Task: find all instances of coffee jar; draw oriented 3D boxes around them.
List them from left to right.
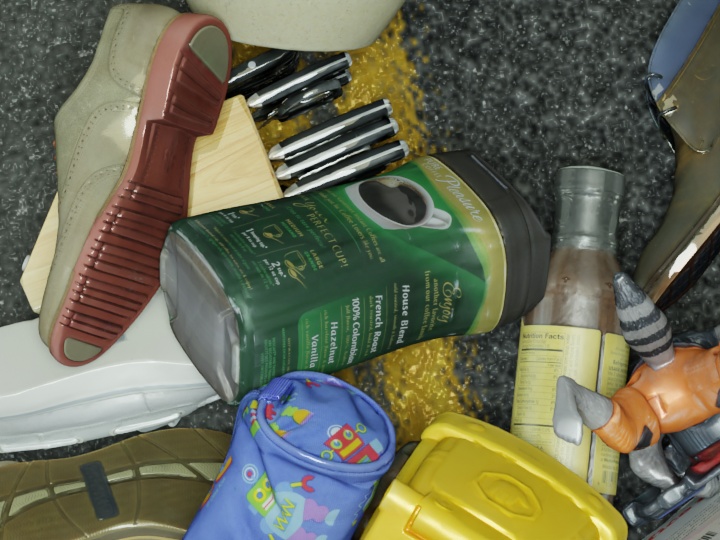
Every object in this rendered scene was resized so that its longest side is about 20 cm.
[{"bbox_3d":[0.000,0.000,1.103,0.199,0.086,0.104,-16,40,-24],"label":"coffee jar"}]

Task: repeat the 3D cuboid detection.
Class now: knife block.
[{"bbox_3d":[-0.077,-0.040,1.152,0.175,0.064,0.201,22,83,2],"label":"knife block"}]

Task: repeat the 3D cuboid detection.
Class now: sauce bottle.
[{"bbox_3d":[0.121,0.043,1.146,0.064,0.065,0.201,8,82,0],"label":"sauce bottle"}]

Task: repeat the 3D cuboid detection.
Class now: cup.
[{"bbox_3d":[-0.035,-0.201,1.125,0.199,0.200,0.144,6,107,0],"label":"cup"}]

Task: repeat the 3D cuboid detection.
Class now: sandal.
[{"bbox_3d":[-0.129,0.137,1.129,0.199,0.054,0.081,-7,48,-16],"label":"sandal"}]

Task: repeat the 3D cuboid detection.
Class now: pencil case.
[{"bbox_3d":[-0.056,0.145,1.057,0.087,0.078,0.201,29,117,3],"label":"pencil case"}]

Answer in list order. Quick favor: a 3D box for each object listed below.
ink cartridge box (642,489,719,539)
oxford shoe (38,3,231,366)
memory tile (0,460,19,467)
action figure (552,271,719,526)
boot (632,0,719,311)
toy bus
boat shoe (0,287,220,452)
[{"bbox_3d":[0.214,0.158,1.066,0.145,0.200,0.084,-38,88,-5],"label":"ink cartridge box"},{"bbox_3d":[-0.135,-0.048,1.099,0.075,0.070,0.201,19,84,28],"label":"oxford shoe"},{"bbox_3d":[-0.192,0.210,1.107,0.153,0.017,0.200,-33,71,-23],"label":"memory tile"},{"bbox_3d":[0.196,0.046,1.085,0.200,0.193,0.105,-35,73,10],"label":"action figure"},{"bbox_3d":[0.187,-0.074,1.165,0.097,0.075,0.200,32,75,14],"label":"boot"},{"bbox_3d":[0.030,0.197,1.043,0.135,0.192,0.201,31,108,10],"label":"toy bus"},{"bbox_3d":[-0.124,0.060,1.138,0.199,0.069,0.072,-16,49,-14],"label":"boat shoe"}]
